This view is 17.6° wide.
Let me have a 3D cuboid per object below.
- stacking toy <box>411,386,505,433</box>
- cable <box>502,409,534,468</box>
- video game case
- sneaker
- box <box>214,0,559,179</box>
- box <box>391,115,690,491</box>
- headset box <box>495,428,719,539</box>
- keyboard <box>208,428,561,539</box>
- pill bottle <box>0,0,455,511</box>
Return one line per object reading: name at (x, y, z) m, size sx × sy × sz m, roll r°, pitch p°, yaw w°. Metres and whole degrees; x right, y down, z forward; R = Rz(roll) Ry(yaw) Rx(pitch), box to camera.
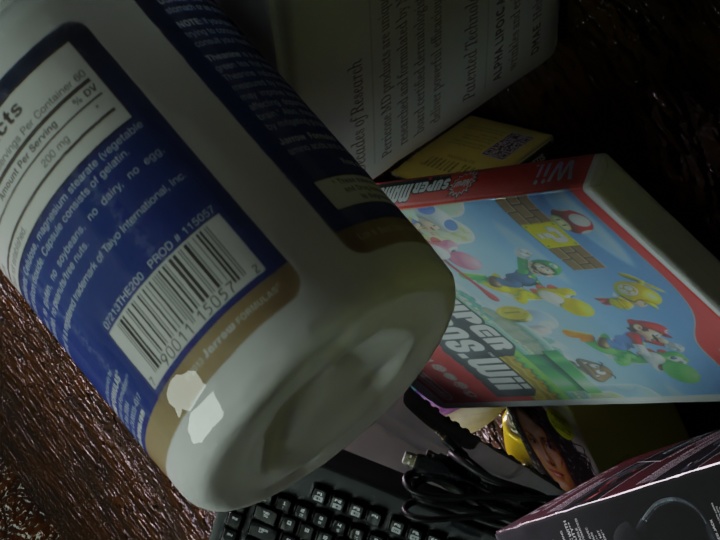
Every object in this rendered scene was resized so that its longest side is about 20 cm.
stacking toy at (0.000, 0.000, 1.016) m, size 0.085 × 0.085 × 0.200 m, roll 41°, pitch 179°, yaw 39°
cable at (0.093, 0.122, 1.187) m, size 0.098 × 0.050 × 0.200 m, roll 59°, pitch 174°, yaw 10°
video game case at (0.058, 0.010, 0.889) m, size 0.199 × 0.018 × 0.143 m, roll -5°, pitch 144°, yaw 48°
sneaker at (0.027, 0.103, 0.991) m, size 0.199 × 0.080 × 0.074 m, roll 32°, pitch 166°, yaw 2°
box at (-0.036, -0.163, 0.831) m, size 0.199 × 0.130 × 0.201 m, roll 48°, pitch 162°, yaw 25°
box at (0.087, 0.034, 1.003) m, size 0.075 × 0.050 × 0.201 m, roll 20°, pitch 141°, yaw 62°
headset box at (0.140, 0.132, 0.818) m, size 0.150 × 0.075 × 0.200 m, roll 64°, pitch 150°, yaw 3°
keyboard at (0.036, 0.121, 0.928) m, size 0.198 × 0.105 × 0.040 m, roll 20°, pitch -163°, yaw 7°
pill bottle at (-0.070, -0.030, 0.757) m, size 0.200 × 0.111 × 0.111 m, roll 49°, pitch 162°, yaw 20°
